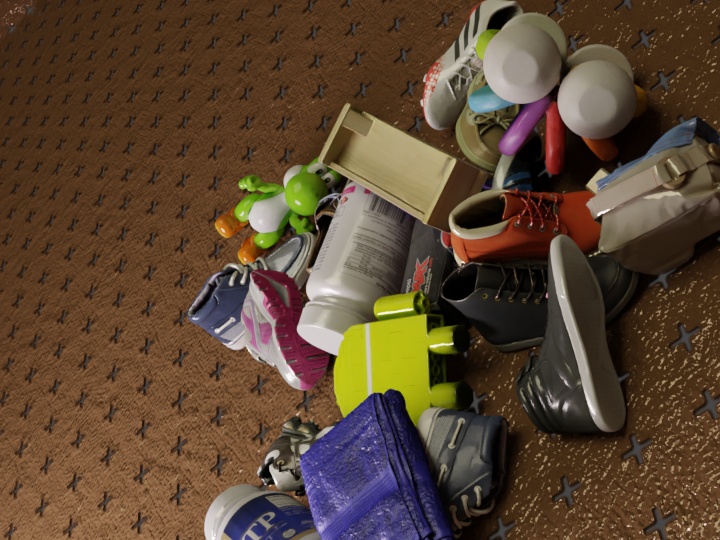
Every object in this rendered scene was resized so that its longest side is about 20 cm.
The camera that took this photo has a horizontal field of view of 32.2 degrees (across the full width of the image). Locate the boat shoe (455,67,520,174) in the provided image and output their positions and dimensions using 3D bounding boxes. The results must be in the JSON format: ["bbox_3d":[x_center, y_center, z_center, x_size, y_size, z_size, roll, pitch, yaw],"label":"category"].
[{"bbox_3d":[0.164,-0.195,1.514,0.063,0.073,0.201,-58,10,39],"label":"boat shoe"}]

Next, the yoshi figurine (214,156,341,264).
[{"bbox_3d":[-0.115,-0.090,1.785,0.200,0.112,0.112,-36,53,23],"label":"yoshi figurine"}]

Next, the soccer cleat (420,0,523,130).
[{"bbox_3d":[0.147,-0.274,1.637,0.085,0.069,0.201,7,62,58],"label":"soccer cleat"}]

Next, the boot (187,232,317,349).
[{"bbox_3d":[-0.148,0.015,1.723,0.200,0.090,0.073,-51,33,7],"label":"boot"}]

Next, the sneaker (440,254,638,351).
[{"bbox_3d":[0.183,0.021,1.295,0.199,0.106,0.075,-26,43,37],"label":"sneaker"}]

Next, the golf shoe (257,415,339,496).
[{"bbox_3d":[-0.047,0.225,1.424,0.094,0.078,0.200,-44,17,-26],"label":"golf shoe"}]

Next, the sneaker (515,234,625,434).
[{"bbox_3d":[0.191,0.070,1.233,0.099,0.070,0.201,-23,70,40],"label":"sneaker"}]

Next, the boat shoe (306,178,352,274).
[{"bbox_3d":[-0.020,-0.067,1.662,0.072,0.072,0.201,-17,49,43],"label":"boat shoe"}]

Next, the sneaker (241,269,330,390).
[{"bbox_3d":[-0.102,0.091,1.633,0.089,0.081,0.200,-64,34,31],"label":"sneaker"}]

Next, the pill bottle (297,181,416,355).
[{"bbox_3d":[0.000,0.000,1.541,0.113,0.113,0.201,-3,59,51],"label":"pill bottle"}]

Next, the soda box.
[{"bbox_3d":[0.103,-0.026,1.479,0.071,0.063,0.201,-19,48,43],"label":"soda box"}]

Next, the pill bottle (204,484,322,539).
[{"bbox_3d":[-0.092,0.313,1.381,0.200,0.119,0.120,20,77,56],"label":"pill bottle"}]

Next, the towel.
[{"bbox_3d":[0.007,0.227,1.255,0.147,0.049,0.201,-39,41,18],"label":"towel"}]

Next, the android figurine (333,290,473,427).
[{"bbox_3d":[0.041,0.117,1.398,0.199,0.041,0.183,-14,75,44],"label":"android figurine"}]

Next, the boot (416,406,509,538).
[{"bbox_3d":[0.092,0.238,1.262,0.090,0.073,0.201,1,72,31],"label":"boot"}]

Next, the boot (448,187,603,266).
[{"bbox_3d":[0.189,-0.051,1.310,0.199,0.107,0.075,-14,62,9],"label":"boot"}]

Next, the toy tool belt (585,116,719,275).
[{"bbox_3d":[0.314,-0.095,1.219,0.200,0.125,0.123,-34,47,29],"label":"toy tool belt"}]

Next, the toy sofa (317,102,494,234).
[{"bbox_3d":[0.055,-0.117,1.471,0.200,0.097,0.083,32,99,37],"label":"toy sofa"}]

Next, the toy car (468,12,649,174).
[{"bbox_3d":[0.208,-0.188,1.380,0.151,0.199,0.175,-65,-3,22],"label":"toy car"}]

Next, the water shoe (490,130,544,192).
[{"bbox_3d":[0.185,-0.068,1.425,0.078,0.072,0.201,14,66,24],"label":"water shoe"}]
